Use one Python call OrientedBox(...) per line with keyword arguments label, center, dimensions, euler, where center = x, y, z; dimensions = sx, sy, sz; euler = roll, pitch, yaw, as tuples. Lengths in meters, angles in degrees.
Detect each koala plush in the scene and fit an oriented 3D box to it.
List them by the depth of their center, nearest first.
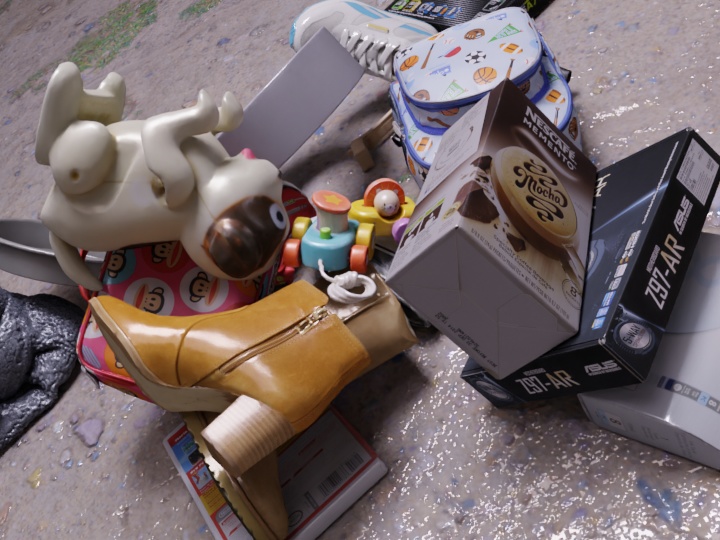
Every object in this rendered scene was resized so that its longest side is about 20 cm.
OrientedBox(label="koala plush", center=(-0.418, 0.057, 0.931), dimensions=(0.183, 0.201, 0.177), euler=(-39, 38, -8))

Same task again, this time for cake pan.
OrientedBox(label="cake pan", center=(-0.341, -0.020, 0.992), dimensions=(0.199, 0.199, 0.037), euler=(22, 103, 46))

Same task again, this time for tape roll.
OrientedBox(label="tape roll", center=(-0.086, -0.164, 0.911), dimensions=(0.200, 0.066, 0.201), euler=(-43, 14, 13))

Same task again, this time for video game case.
OrientedBox(label="video game case", center=(-0.081, 0.158, 0.735), dimensions=(0.143, 0.018, 0.200), euler=(-41, 39, -8))

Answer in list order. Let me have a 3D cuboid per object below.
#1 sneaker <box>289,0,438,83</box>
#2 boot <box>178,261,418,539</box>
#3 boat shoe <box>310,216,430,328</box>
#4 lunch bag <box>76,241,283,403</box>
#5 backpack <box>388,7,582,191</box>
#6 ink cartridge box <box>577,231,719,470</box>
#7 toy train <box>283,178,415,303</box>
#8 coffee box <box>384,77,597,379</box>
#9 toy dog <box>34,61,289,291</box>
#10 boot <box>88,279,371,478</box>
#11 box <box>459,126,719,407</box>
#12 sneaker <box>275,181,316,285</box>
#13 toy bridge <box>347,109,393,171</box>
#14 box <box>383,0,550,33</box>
OrientedBox(label="sneaker", center=(0.016, -0.262, 0.994), dimensions=(0.197, 0.077, 0.081), euler=(1, 35, -21))
OrientedBox(label="boot", center=(-0.038, 0.098, 0.685), dimensions=(0.199, 0.066, 0.176), euler=(-31, 67, -13))
OrientedBox(label="boat shoe", center=(0.000, 0.000, 0.799), dimensions=(0.198, 0.072, 0.071), euler=(15, 57, 42))
OrientedBox(label="lunch bag", center=(-0.172, 0.018, 0.778), dimensions=(0.174, 0.082, 0.202), euler=(17, 71, -2))
OrientedBox(label="backpack", center=(0.121, -0.141, 0.810), dimensions=(0.198, 0.155, 0.192), euler=(-23, 48, 11))
OrientedBox(label="ink cartridge box", center=(0.269, 0.057, 0.571), dimensions=(0.199, 0.047, 0.161), euler=(14, 59, 45))
OrientedBox(label="toy train", center=(0.033, -0.038, 0.713), dimensions=(0.198, 0.056, 0.149), euler=(-17, 30, -37))
OrientedBox(label="coffee box", center=(0.105, -0.038, 0.635), dimensions=(0.080, 0.113, 0.201), euler=(-39, 19, 39))
OrientedBox(label="toy dog", center=(-0.153, -0.061, 0.697), dimensions=(0.197, 0.140, 0.196), euler=(19, 90, 2))
OrientedBox(label="boot", center=(-0.100, 0.050, 0.660), dimensions=(0.200, 0.071, 0.144), euler=(37, 63, 25))
OrientedBox(label="box", center=(0.173, 0.002, 0.644), dimensions=(0.201, 0.043, 0.160), euler=(-58, 16, -27))
OrientedBox(label="sneaker", center=(-0.111, -0.003, 0.879), dimensions=(0.201, 0.084, 0.077), euler=(-58, 3, -17))
OrientedBox(label="toy bridge", center=(0.072, -0.182, 0.975), dimensions=(0.198, 0.027, 0.068), euler=(-28, 36, 8))
OrientedBox(label="box", center=(0.154, -0.359, 1.088), dimensions=(0.193, 0.048, 0.199), euler=(-46, 41, -12))
